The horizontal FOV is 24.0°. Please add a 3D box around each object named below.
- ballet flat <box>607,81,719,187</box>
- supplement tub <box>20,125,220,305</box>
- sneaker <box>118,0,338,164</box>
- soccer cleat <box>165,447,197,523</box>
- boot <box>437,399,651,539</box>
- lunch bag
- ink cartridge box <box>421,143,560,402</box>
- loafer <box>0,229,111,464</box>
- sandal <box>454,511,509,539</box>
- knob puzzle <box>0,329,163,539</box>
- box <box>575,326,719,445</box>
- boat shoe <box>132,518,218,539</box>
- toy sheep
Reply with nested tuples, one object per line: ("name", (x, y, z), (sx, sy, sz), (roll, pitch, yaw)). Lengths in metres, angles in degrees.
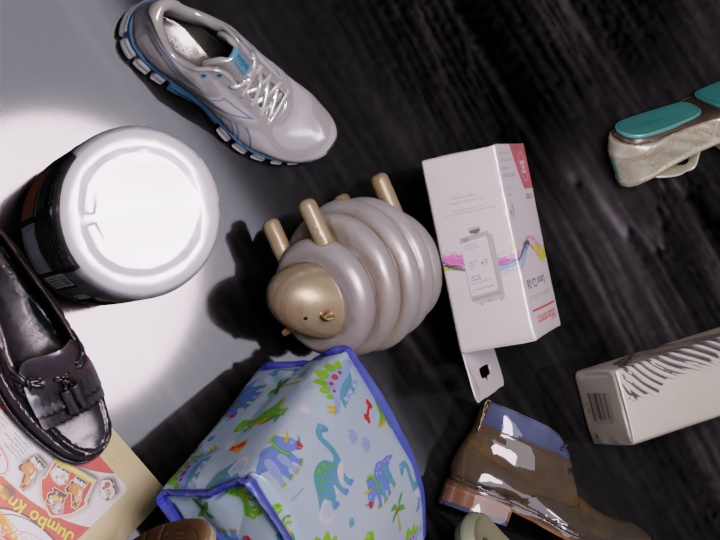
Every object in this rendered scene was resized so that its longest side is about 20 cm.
("ballet flat", (0.307, -0.127, 1.521), (0.199, 0.067, 0.063), (-19, 121, -16))
("supplement tub", (-0.184, -0.036, 1.257), (0.122, 0.200, 0.123), (1, 88, -19))
("sneaker", (-0.099, -0.151, 1.356), (0.199, 0.087, 0.075), (31, 76, -17))
("soccer cleat", (-0.135, 0.226, 1.325), (0.066, 0.076, 0.201), (29, 78, -16))
("boot", (0.171, 0.181, 1.439), (0.199, 0.075, 0.097), (19, 84, -16))
("lunch bag", (-0.036, 0.190, 1.306), (0.201, 0.127, 0.170), (57, 44, -20))
("ink cartridge box", (0.114, 0.000, 1.399), (0.067, 0.116, 0.201), (-11, 92, 18))
("loafer", (-0.249, 0.056, 1.282), (0.072, 0.063, 0.201), (-32, 93, -30))
("sandal", (0.156, 0.268, 1.384), (0.057, 0.080, 0.201), (-36, 112, 24))
("knob puzzle", (-0.274, 0.175, 1.293), (0.218, 0.030, 0.221), (7, 75, -26))
("box", (0.296, 0.093, 1.486), (0.199, 0.082, 0.069), (-16, 91, -21))
("boat shoe", (-0.164, 0.255, 1.244), (0.200, 0.072, 0.072), (-39, 113, 21))
("toy sheep", (0.000, 0.000, 1.362), (0.199, 0.138, 0.139), (-23, 95, -42))
